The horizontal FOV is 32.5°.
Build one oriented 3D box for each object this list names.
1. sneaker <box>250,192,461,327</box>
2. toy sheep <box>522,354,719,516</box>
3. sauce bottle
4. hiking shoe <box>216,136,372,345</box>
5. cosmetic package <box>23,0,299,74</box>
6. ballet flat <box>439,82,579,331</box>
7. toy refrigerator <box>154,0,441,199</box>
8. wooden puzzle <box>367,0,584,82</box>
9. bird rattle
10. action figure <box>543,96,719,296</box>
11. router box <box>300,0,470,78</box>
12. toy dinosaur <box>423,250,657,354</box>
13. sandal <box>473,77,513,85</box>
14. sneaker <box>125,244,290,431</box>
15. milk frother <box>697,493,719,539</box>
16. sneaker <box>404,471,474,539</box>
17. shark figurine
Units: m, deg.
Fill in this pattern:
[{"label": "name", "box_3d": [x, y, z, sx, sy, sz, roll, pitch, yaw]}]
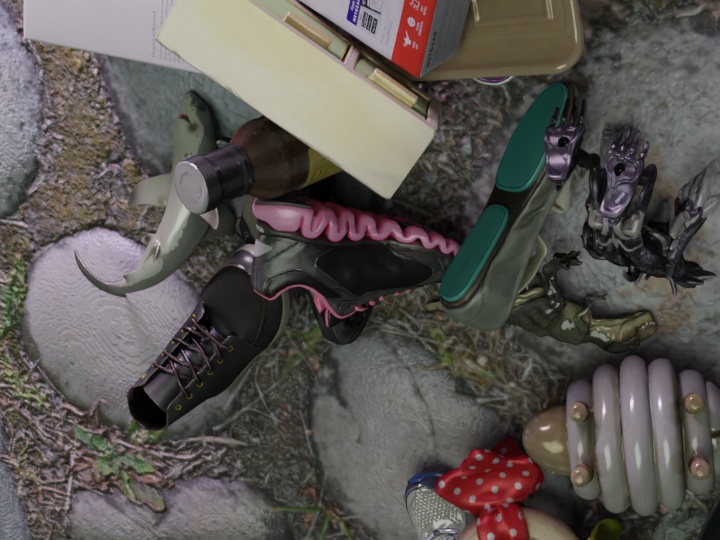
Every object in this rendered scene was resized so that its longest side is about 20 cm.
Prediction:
[{"label": "sneaker", "box_3d": [0.000, 0.000, 0.985, 0.197, 0.079, 0.097, 11, 96, -21]}, {"label": "toy sheep", "box_3d": [0.227, 0.131, 0.980, 0.197, 0.138, 0.140, -1, 112, 14]}, {"label": "sauce bottle", "box_3d": [-0.055, -0.094, 0.944, 0.064, 0.199, 0.066, 23, 124, 38]}, {"label": "hiking shoe", "box_3d": [-0.053, -0.031, 1.055, 0.100, 0.076, 0.203, -5, 109, 40]}, {"label": "cosmetic package", "box_3d": [-0.157, -0.217, 0.981, 0.197, 0.108, 0.086, 12, 115, 16]}, {"label": "ballet flat", "box_3d": [0.128, -0.046, 0.961, 0.063, 0.067, 0.202, 28, 90, -27]}, {"label": "toy refrigerator", "box_3d": [-0.039, -0.144, 0.880, 0.199, 0.076, 0.070, 34, 112, -8]}, {"label": "wooden puzzle", "box_3d": [0.069, -0.240, 0.872, 0.183, 0.046, 0.203, 4, 111, 38]}, {"label": "bird rattle", "box_3d": [0.139, 0.249, 1.049, 0.199, 0.113, 0.164, 33, 89, -6]}, {"label": "action figure", "box_3d": [0.209, -0.052, 0.915, 0.118, 0.200, 0.103, 26, 82, 34]}, {"label": "router box", "box_3d": [0.004, -0.260, 0.828, 0.179, 0.049, 0.202, 36, 140, 22]}, {"label": "toy dinosaur", "box_3d": [0.143, 0.018, 1.012, 0.197, 0.048, 0.089, 10, 122, 19]}, {"label": "sandal", "box_3d": [0.093, -0.235, 0.915, 0.081, 0.050, 0.206, 9, 116, 17]}, {"label": "sneaker", "box_3d": [-0.131, 0.068, 1.065, 0.075, 0.106, 0.201, 41, 137, 11]}, {"label": "milk frother", "box_3d": [0.350, 0.287, 0.965, 0.186, 0.200, 0.182, 27, 123, 7]}, {"label": "sneaker", "box_3d": [0.098, 0.276, 1.115, 0.076, 0.085, 0.202, -25, 102, 27]}, {"label": "shark figurine", "box_3d": [-0.157, -0.031, 1.084, 0.128, 0.089, 0.216, 50, 116, 33]}]
